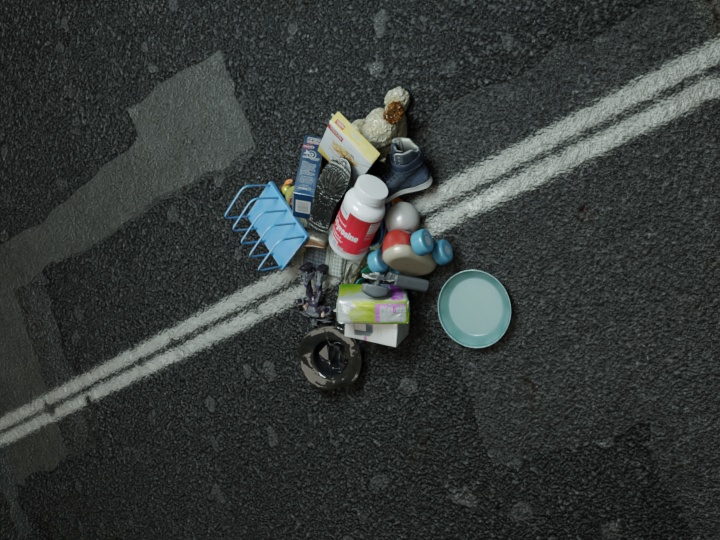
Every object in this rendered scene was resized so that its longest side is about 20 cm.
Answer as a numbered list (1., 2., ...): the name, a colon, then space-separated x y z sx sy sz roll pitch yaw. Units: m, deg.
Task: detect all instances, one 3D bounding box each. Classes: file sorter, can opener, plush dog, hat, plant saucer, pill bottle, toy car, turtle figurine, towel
1. file sorter: -0.265 -0.120 1.572 0.139 0.121 0.203 -46 71 30
2. can opener: 0.086 0.041 1.462 0.053 0.194 0.070 20 98 59
3. plush dog: 0.055 -0.354 1.452 0.197 0.171 0.164 -33 85 24
4. hat: -0.081 0.245 1.668 0.193 0.081 0.209 4 103 15
5. plant saucer: 0.300 0.098 1.493 0.193 0.036 0.209 4 101 23
6. pill bottle: -0.003 -0.134 1.438 0.111 0.112 0.203 38 132 13
7. toy car: 0.125 -0.102 1.497 0.181 0.174 0.208 -22 62 38
8. turtle figurine: -0.169 -0.210 1.609 0.159 0.064 0.204 33 89 24
9. towel: -0.116 -0.099 1.655 0.187 0.034 0.208 16 107 24

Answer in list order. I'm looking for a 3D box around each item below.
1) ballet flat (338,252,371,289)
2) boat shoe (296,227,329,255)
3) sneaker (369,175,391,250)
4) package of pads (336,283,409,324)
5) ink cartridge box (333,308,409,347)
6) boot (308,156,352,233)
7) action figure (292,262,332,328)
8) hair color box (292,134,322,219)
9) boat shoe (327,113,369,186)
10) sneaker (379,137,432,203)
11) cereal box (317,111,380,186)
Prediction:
1. ballet flat: 0.000 0.000 1.602 0.201 0.067 0.076 -50 58 24
2. boat shoe: -0.169 -0.084 1.631 0.195 0.075 0.075 15 111 34
3. sneaker: 0.043 -0.153 1.542 0.071 0.082 0.209 0 97 25
4. package of pads: 0.033 0.088 1.512 0.192 0.155 0.071 0 106 2
5. ink cartridge box: 0.029 0.145 1.578 0.193 0.117 0.070 10 105 22
6. boot: -0.060 -0.210 1.490 0.078 0.158 0.215 32 118 7
7. action figure: -0.138 0.080 1.660 0.125 0.070 0.207 10 117 17
8. hair color box: -0.138 -0.252 1.534 0.058 0.206 0.101 9 148 -3
9. boat shoe: -0.043 -0.329 1.559 0.061 0.075 0.204 -28 95 14
10. sneaker: 0.072 -0.252 1.440 0.196 0.148 0.079 -19 49 11
11. cereal box: -0.034 -0.298 1.428 0.143 0.200 0.040 44 76 -3
